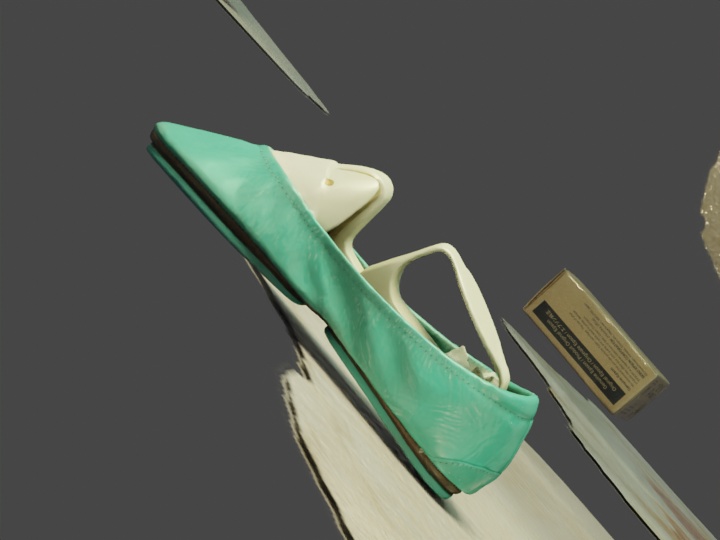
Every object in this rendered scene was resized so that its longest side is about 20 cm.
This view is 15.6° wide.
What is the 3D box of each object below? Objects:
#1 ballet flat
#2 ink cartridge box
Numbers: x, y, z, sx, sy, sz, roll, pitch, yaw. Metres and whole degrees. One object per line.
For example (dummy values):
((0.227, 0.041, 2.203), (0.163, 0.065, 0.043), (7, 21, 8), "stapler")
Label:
((0.000, 0.000, 1.077), (0.200, 0.070, 0.067), (49, 5, 2), "ballet flat")
((0.277, 0.090, 3.079), (0.165, 0.075, 0.200), (49, 5, 12), "ink cartridge box")
